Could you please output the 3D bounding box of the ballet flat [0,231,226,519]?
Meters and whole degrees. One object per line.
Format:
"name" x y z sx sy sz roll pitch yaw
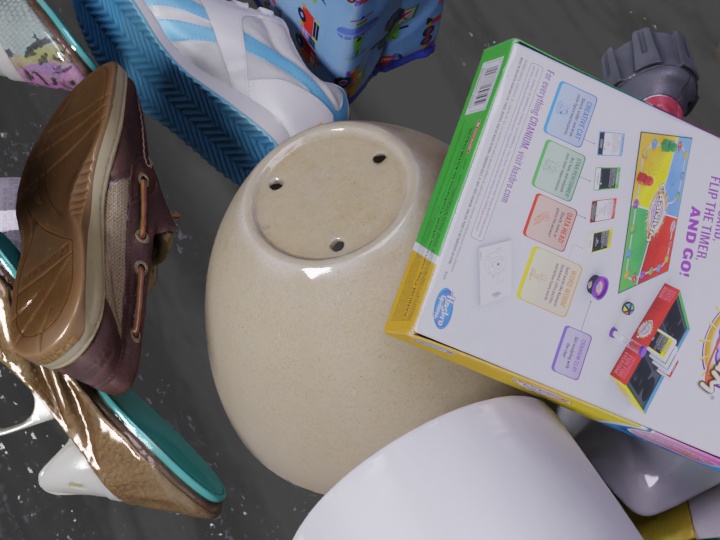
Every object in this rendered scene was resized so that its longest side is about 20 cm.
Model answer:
"ballet flat" -0.159 0.070 1.001 0.072 0.068 0.200 -42 92 5

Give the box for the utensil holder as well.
"utensil holder" 0.077 0.187 0.911 0.169 0.170 0.200 -22 61 -20

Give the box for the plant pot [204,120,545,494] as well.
"plant pot" 0.000 0.000 0.997 0.199 0.135 0.201 -9 54 12

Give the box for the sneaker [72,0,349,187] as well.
"sneaker" -0.096 -0.133 1.146 0.200 0.077 0.081 44 54 12

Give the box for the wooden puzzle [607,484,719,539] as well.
"wooden puzzle" 0.194 0.128 1.039 0.184 0.037 0.201 -3 58 -10

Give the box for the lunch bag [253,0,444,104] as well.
"lunch bag" -0.040 -0.223 1.158 0.094 0.151 0.200 -34 69 -26

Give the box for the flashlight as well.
"flashlight" 0.179 -0.061 1.071 0.067 0.068 0.201 2 45 -3

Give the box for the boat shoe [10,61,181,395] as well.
"boat shoe" -0.133 -0.022 0.998 0.072 0.072 0.201 35 35 -34

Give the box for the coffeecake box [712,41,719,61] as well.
"coffeecake box" 0.349 -0.139 1.195 0.199 0.073 0.154 -31 78 -25

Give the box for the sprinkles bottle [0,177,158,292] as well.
"sprinkles bottle" -0.213 -0.019 1.054 0.199 0.068 0.069 -1 58 -9

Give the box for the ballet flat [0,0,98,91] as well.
"ballet flat" -0.228 -0.167 1.154 0.071 0.069 0.200 -32 62 -5

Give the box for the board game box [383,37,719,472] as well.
"board game box" 0.129 -0.003 0.936 0.199 0.040 0.154 23 81 -17

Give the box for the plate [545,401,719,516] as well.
"plate" 0.178 0.024 1.055 0.199 0.032 0.200 -22 50 -21
